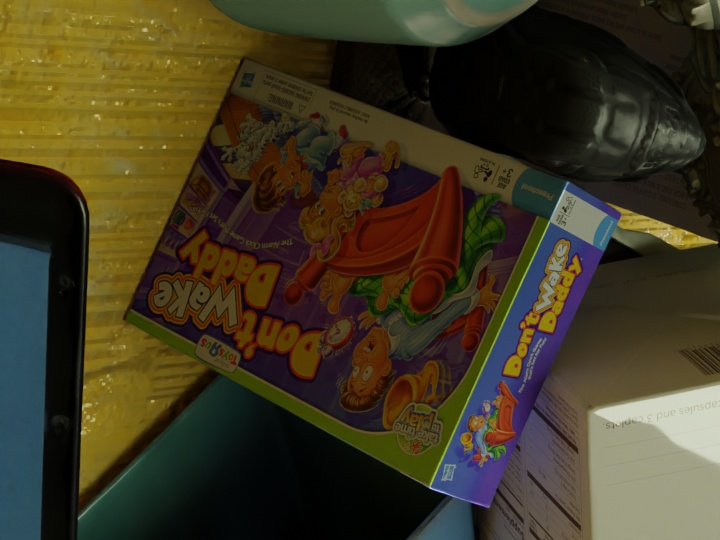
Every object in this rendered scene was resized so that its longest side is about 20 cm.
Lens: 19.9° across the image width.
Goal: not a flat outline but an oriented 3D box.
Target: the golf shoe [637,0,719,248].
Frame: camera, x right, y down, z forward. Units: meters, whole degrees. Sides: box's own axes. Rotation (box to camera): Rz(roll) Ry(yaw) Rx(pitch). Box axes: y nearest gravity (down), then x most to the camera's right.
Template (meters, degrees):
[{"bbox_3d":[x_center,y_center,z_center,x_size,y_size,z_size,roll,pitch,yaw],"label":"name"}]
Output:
[{"bbox_3d":[0.175,-0.089,0.856,0.097,0.078,0.201,-25,117,-14],"label":"golf shoe"}]

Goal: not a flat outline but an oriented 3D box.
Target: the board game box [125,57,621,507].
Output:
[{"bbox_3d":[0.000,0.000,0.890,0.045,0.200,0.135,24,90,-49],"label":"board game box"}]

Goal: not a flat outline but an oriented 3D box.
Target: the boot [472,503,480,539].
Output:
[{"bbox_3d":[0.050,0.049,1.030,0.132,0.070,0.200,-44,115,-19],"label":"boot"}]

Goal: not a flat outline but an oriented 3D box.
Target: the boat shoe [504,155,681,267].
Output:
[{"bbox_3d":[0.079,-0.007,0.981,0.201,0.072,0.061,24,74,-24],"label":"boat shoe"}]

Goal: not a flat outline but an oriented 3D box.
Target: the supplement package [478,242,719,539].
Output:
[{"bbox_3d":[0.146,0.112,0.926,0.151,0.151,0.201,-10,111,-14],"label":"supplement package"}]

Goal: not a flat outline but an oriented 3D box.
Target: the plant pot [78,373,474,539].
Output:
[{"bbox_3d":[-0.027,0.172,1.004,0.141,0.141,0.200,-45,143,-24],"label":"plant pot"}]

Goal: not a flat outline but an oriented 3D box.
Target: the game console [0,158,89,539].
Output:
[{"bbox_3d":[-0.204,0.057,0.752,0.172,0.118,0.201,-17,121,-44],"label":"game console"}]

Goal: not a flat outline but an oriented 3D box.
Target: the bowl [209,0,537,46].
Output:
[{"bbox_3d":[0.029,-0.172,0.829,0.201,0.105,0.201,-33,139,-34],"label":"bowl"}]

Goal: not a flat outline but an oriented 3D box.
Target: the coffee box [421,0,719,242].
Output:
[{"bbox_3d":[0.175,-0.142,1.019,0.197,0.199,0.201,-7,114,-46],"label":"coffee box"}]

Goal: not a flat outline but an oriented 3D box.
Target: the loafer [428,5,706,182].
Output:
[{"bbox_3d":[0.083,-0.076,0.886,0.070,0.201,0.068,14,101,-20],"label":"loafer"}]

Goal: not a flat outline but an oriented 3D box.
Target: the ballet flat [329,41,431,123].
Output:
[{"bbox_3d":[0.019,-0.152,0.957,0.067,0.046,0.201,-19,122,-43],"label":"ballet flat"}]
